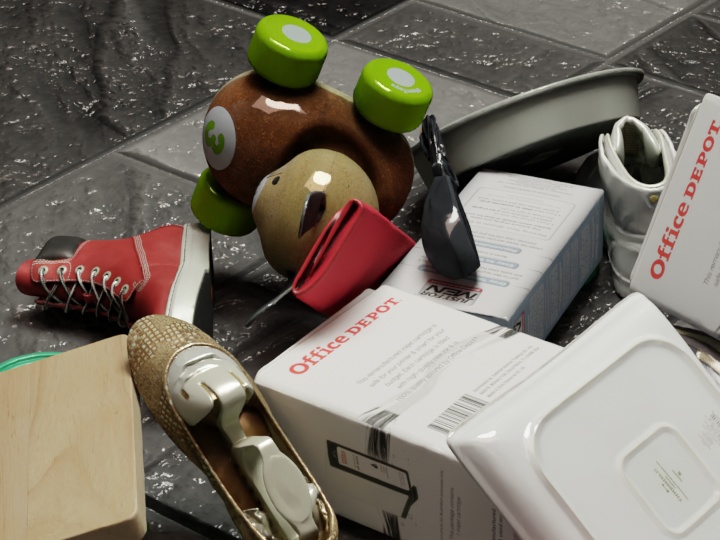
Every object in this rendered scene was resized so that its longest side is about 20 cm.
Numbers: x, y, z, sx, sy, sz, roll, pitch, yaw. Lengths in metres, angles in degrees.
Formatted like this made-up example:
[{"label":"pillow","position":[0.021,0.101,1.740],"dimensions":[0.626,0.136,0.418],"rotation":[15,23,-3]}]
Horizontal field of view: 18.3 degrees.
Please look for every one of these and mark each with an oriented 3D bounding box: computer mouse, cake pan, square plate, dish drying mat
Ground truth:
[{"label":"computer mouse","position":[0.053,-0.053,1.575],"dimensions":[0.034,0.059,0.200],"rotation":[-20,27,6]},{"label":"cake pan","position":[0.131,-0.103,1.730],"dimensions":[0.199,0.037,0.200],"rotation":[-19,-7,-2]},{"label":"square plate","position":[0.175,0.127,1.318],"dimensions":[0.198,0.028,0.200],"rotation":[-33,82,-38]},{"label":"dish drying mat","position":[0.000,0.000,1.513],"dimensions":[0.018,0.077,0.200],"rotation":[30,-1,15]}]

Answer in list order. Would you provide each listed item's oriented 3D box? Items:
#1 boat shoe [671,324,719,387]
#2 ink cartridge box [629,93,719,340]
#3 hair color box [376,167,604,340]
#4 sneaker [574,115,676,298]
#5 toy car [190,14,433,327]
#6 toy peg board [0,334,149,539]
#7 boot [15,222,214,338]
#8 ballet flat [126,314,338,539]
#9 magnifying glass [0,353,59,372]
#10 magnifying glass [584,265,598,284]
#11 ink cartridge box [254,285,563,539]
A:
[{"label":"boat shoe","position":[0.226,0.095,1.449],"dimensions":[0.199,0.075,0.073],"rotation":[24,38,39]},{"label":"ink cartridge box","position":[0.289,-0.012,1.449],"dimensions":[0.084,0.147,0.200],"rotation":[11,14,-43]},{"label":"hair color box","position":[0.095,0.002,1.588],"dimensions":[0.098,0.061,0.200],"rotation":[11,32,22]},{"label":"sneaker","position":[0.207,-0.073,1.701],"dimensions":[0.073,0.116,0.200],"rotation":[-6,29,-5]},{"label":"toy car","position":[-0.047,-0.049,1.553],"dimensions":[0.157,0.165,0.200],"rotation":[22,33,-4]},{"label":"toy peg board","position":[-0.216,0.156,1.359],"dimensions":[0.198,0.098,0.200],"rotation":[-18,30,3]},{"label":"boot","position":[-0.176,0.025,1.591],"dimensions":[0.143,0.073,0.200],"rotation":[-3,22,-3]},{"label":"ballet flat","position":[-0.071,0.101,1.353],"dimensions":[0.070,0.065,0.200],"rotation":[-31,78,-27]},{"label":"magnifying glass","position":[-0.262,0.101,1.495],"dimensions":[0.199,0.023,0.080],"rotation":[-17,35,-32]},{"label":"magnifying glass","position":[0.112,0.014,1.644],"dimensions":[0.079,0.023,0.200],"rotation":[15,36,26]},{"label":"ink cartridge box","position":[0.053,0.100,1.418],"dimensions":[0.199,0.085,0.146],"rotation":[19,35,32]}]
